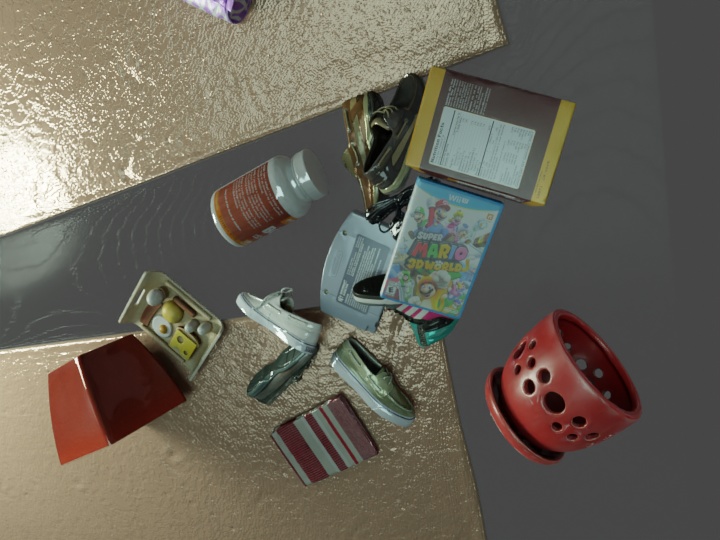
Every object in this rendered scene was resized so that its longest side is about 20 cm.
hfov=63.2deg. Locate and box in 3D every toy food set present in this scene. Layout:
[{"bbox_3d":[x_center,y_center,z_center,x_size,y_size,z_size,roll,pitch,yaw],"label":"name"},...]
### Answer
[{"bbox_3d":[-0.389,0.115,1.198,0.199,0.060,0.145,39,112,3],"label":"toy food set"}]

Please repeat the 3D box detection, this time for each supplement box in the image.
[{"bbox_3d":[0.185,-0.188,0.861,0.195,0.197,0.136,18,99,10],"label":"supplement box"}]

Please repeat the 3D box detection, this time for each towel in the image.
[{"bbox_3d":[-0.076,0.351,1.200,0.197,0.023,0.146,-31,98,23],"label":"towel"}]

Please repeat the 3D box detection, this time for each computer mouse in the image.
[{"bbox_3d":[0.111,-0.068,0.979,0.136,0.054,0.200,-23,126,28],"label":"computer mouse"}]

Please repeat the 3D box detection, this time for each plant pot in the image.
[{"bbox_3d":[0.319,0.198,0.950,0.200,0.201,0.183,41,120,1],"label":"plant pot"},{"bbox_3d":[-0.514,0.249,1.196,0.197,0.199,0.180,-25,90,32],"label":"plant pot"}]

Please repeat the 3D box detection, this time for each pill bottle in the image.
[{"bbox_3d":[-0.157,-0.130,1.032,0.196,0.112,0.114,-24,99,21],"label":"pill bottle"}]

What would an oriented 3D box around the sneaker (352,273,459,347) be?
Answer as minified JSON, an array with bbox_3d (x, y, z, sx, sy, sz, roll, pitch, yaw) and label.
[{"bbox_3d":[0.086,0.073,1.025,0.194,0.084,0.124,0,121,9],"label":"sneaker"}]

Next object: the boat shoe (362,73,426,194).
[{"bbox_3d":[0.054,-0.225,0.920,0.074,0.072,0.206,-5,67,52],"label":"boat shoe"}]

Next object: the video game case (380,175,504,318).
[{"bbox_3d":[0.125,-0.031,0.920,0.139,0.018,0.205,15,112,-6],"label":"video game case"}]

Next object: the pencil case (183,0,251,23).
[{"bbox_3d":[-0.277,-0.486,0.977,0.196,0.086,0.086,25,113,7],"label":"pencil case"}]

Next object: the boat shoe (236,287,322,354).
[{"bbox_3d":[-0.148,0.070,1.098,0.200,0.074,0.088,29,94,33],"label":"boat shoe"}]

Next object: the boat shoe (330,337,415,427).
[{"bbox_3d":[0.030,0.210,1.100,0.199,0.072,0.063,39,115,5],"label":"boat shoe"}]

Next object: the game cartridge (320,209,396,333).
[{"bbox_3d":[0.000,0.000,1.067,0.131,0.041,0.204,24,111,12],"label":"game cartridge"}]

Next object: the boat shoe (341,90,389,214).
[{"bbox_3d":[0.008,-0.194,0.992,0.072,0.075,0.206,-1,98,21],"label":"boat shoe"}]

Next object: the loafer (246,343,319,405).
[{"bbox_3d":[-0.143,0.199,1.157,0.063,0.073,0.199,41,119,-20],"label":"loafer"}]
